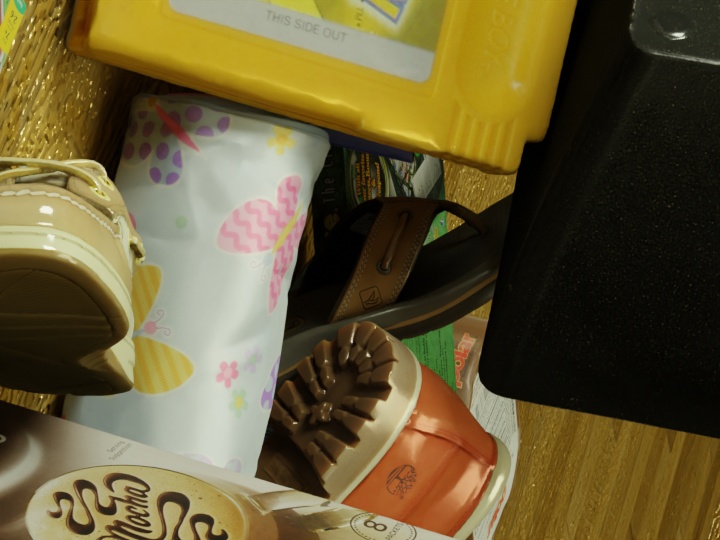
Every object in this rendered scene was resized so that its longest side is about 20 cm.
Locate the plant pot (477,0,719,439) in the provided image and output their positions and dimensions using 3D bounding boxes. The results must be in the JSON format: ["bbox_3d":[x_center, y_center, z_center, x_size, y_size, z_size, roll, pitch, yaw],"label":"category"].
[{"bbox_3d":[0.165,-0.064,1.002,0.178,0.198,0.201,95,7,-50],"label":"plant pot"}]

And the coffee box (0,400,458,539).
[{"bbox_3d":[-0.078,0.116,0.816,0.113,0.198,0.080,-45,147,-63],"label":"coffee box"}]

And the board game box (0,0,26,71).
[{"bbox_3d":[-0.158,-0.022,0.759,0.096,0.030,0.201,68,40,-63],"label":"board game box"}]

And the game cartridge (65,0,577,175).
[{"bbox_3d":[0.000,-0.143,0.955,0.032,0.199,0.178,8,-96,65],"label":"game cartridge"}]

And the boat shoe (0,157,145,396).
[{"bbox_3d":[-0.109,-0.005,0.841,0.200,0.073,0.067,109,-17,-77],"label":"boat shoe"}]

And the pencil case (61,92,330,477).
[{"bbox_3d":[-0.068,0.029,0.991,0.091,0.083,0.202,10,92,-62],"label":"pencil case"}]

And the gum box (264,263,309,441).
[{"bbox_3d":[-0.034,0.111,1.210,0.200,0.044,0.171,-55,152,-52],"label":"gum box"}]

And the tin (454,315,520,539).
[{"bbox_3d":[0.069,0.111,1.598,0.201,0.042,0.112,80,31,-52],"label":"tin"}]

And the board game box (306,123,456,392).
[{"bbox_3d":[0.009,-0.038,1.181,0.105,0.023,0.202,9,77,-63],"label":"board game box"}]

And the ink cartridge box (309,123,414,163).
[{"bbox_3d":[0.021,-0.152,1.066,0.076,0.135,0.202,45,59,-69],"label":"ink cartridge box"}]

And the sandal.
[{"bbox_3d":[0.000,0.000,1.088,0.082,0.199,0.055,-131,-160,-73],"label":"sandal"}]

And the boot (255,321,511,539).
[{"bbox_3d":[-0.022,0.126,1.062,0.200,0.075,0.107,-47,130,9],"label":"boot"}]
